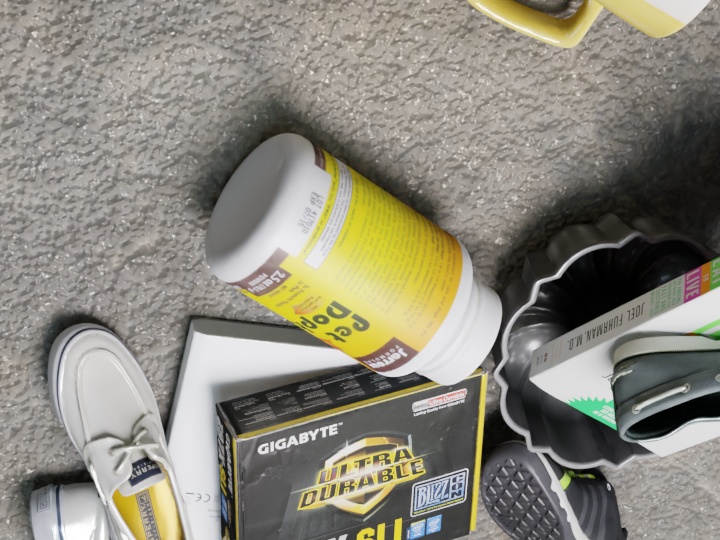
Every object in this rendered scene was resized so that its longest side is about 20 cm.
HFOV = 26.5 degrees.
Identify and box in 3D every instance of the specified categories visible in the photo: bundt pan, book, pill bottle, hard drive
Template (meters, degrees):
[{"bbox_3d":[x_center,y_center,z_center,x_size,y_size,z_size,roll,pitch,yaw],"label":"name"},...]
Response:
[{"bbox_3d":[0.184,0.044,1.132,0.200,0.076,0.204,-6,121,-10],"label":"bundt pan"},{"bbox_3d":[0.228,0.056,1.029,0.133,0.048,0.200,28,143,-24],"label":"book"},{"bbox_3d":[0.000,0.000,1.044,0.199,0.110,0.109,32,108,-26],"label":"pill bottle"},{"bbox_3d":[-0.082,0.133,1.149,0.131,0.026,0.202,7,117,-17],"label":"hard drive"}]

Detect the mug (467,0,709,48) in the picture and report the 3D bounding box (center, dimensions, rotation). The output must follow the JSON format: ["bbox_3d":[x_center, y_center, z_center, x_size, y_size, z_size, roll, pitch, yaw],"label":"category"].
[{"bbox_3d":[0.139,-0.224,0.935,0.152,0.150,0.188,20,107,-14],"label":"mug"}]

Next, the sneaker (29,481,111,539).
[{"bbox_3d":[-0.194,0.248,1.159,0.070,0.073,0.202,-9,120,-1],"label":"sneaker"}]

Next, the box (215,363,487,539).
[{"bbox_3d":[-0.007,0.149,1.137,0.198,0.049,0.161,-13,127,-21],"label":"box"}]

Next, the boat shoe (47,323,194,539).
[{"bbox_3d":[-0.162,0.134,1.079,0.070,0.070,0.202,-21,107,-26],"label":"boat shoe"}]

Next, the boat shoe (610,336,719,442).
[{"bbox_3d":[0.253,0.078,0.957,0.198,0.062,0.073,-3,143,25],"label":"boat shoe"}]

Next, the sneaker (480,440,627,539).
[{"bbox_3d":[0.158,0.183,1.214,0.071,0.083,0.201,1,139,36],"label":"sneaker"}]
